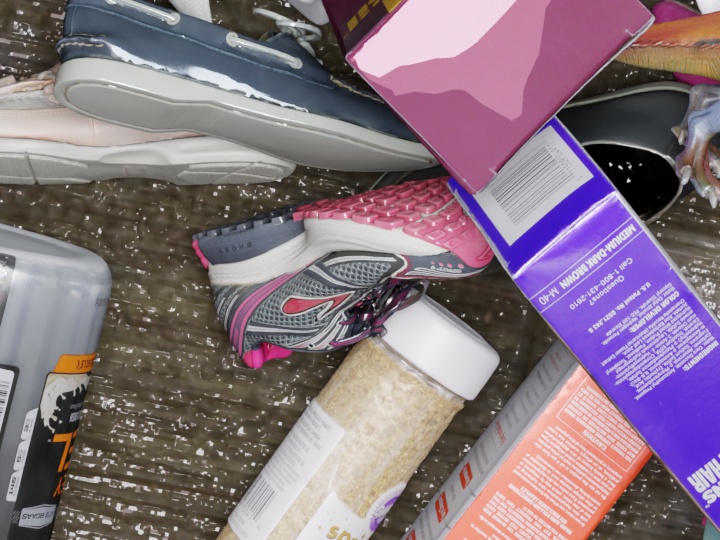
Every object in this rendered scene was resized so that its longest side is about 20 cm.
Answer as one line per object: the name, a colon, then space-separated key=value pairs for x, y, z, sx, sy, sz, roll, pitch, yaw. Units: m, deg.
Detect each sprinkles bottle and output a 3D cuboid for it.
sprinkles bottle: x=-0.012 y=0.104 z=1.440 sx=0.068 sy=0.068 sz=0.200 roll=36 pitch=95 yaw=-4

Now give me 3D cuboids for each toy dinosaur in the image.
toy dinosaur: x=0.210 y=-0.107 z=1.266 sx=0.200 sy=0.105 sz=0.182 roll=45 pitch=108 yaw=8

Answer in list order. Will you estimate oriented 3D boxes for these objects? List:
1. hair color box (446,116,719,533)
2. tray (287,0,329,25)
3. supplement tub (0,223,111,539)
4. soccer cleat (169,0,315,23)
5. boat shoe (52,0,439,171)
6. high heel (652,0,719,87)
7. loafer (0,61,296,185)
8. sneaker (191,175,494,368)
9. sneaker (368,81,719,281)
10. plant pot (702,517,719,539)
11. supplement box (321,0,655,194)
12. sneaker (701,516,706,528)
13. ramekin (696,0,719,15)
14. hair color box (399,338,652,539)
hair color box: x=0.129 y=0.030 z=1.284 sx=0.065 sy=0.109 sz=0.200 roll=-40 pitch=117 yaw=5
tray: x=0.004 y=-0.233 z=1.431 sx=0.107 sy=0.022 sz=0.200 roll=40 pitch=94 yaw=-3
supplement tub: x=-0.202 y=0.078 z=1.408 sx=0.122 sy=0.123 sz=0.201 roll=14 pitch=96 yaw=-2
soccer cleat: x=-0.014 y=-0.185 z=1.396 sx=0.199 sy=0.070 sz=0.087 roll=-24 pitch=105 yaw=7
boat shoe: x=-0.051 y=-0.091 z=1.374 sx=0.199 sy=0.075 sz=0.062 roll=11 pitch=73 yaw=-15
high heel: x=0.192 y=-0.039 z=1.430 sx=0.096 sy=0.067 sz=0.200 roll=-44 pitch=108 yaw=-7
loafer: x=-0.131 y=-0.078 z=1.428 sx=0.198 sy=0.072 sz=0.063 roll=1 pitch=79 yaw=-7
sneaker: x=0.000 y=0.000 z=1.383 sx=0.080 sy=0.199 sz=0.075 roll=-18 pitch=95 yaw=-36
sneaker: x=0.074 y=-0.038 z=1.389 sx=0.199 sy=0.106 sz=0.075 roll=-21 pitch=97 yaw=21
plant pot: x=0.286 y=0.150 z=1.355 sx=0.200 sy=0.160 sz=0.202 roll=-2 pitch=92 yaw=-42
supplement box: x=0.052 y=-0.120 z=1.286 sx=0.110 sy=0.200 sz=0.086 roll=-44 pitch=102 yaw=7
sneaker: x=0.191 y=0.169 z=1.445 sx=0.087 sy=0.074 sz=0.201 roll=-18 pitch=100 yaw=-5
ramekin: x=0.259 y=-0.166 z=1.319 sx=0.199 sy=0.098 sz=0.202 roll=11 pitch=122 yaw=19
hair color box: x=0.084 y=0.110 z=1.425 sx=0.061 sy=0.102 sz=0.200 roll=38 pitch=95 yaw=-5
